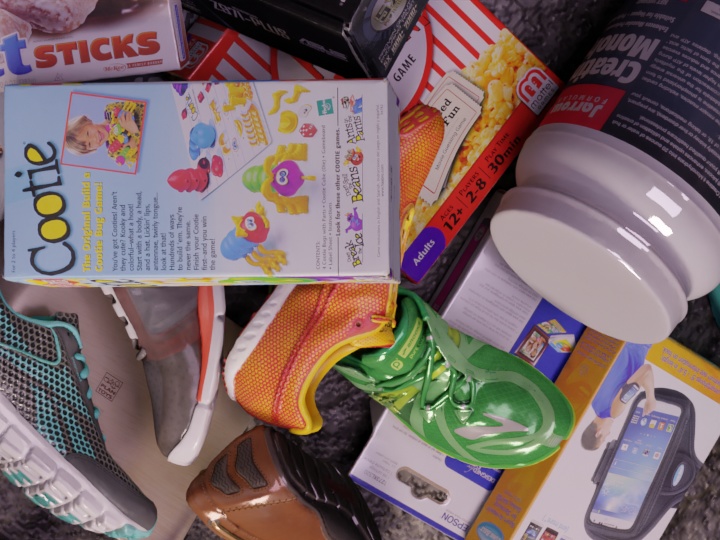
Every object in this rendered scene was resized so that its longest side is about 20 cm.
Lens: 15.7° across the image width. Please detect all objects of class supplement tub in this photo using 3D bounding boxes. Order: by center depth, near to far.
[{"bbox_3d":[0.179,-0.072,1.525,0.140,0.140,0.200,43,70,-21],"label":"supplement tub"}]

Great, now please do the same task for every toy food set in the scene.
[{"bbox_3d":[-0.155,0.065,1.512,0.200,0.060,0.144,35,77,-23],"label":"toy food set"}]

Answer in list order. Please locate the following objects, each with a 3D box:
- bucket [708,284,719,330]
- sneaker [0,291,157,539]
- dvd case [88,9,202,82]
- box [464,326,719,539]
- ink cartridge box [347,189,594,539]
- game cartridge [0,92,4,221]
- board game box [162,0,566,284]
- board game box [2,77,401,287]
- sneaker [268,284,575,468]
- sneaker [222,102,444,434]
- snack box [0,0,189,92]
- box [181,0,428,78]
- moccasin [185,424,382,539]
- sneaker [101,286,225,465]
[{"bbox_3d":[0.308,0.031,1.585,0.135,0.207,0.207,-26,108,-7],"label":"bucket"},{"bbox_3d":[-0.174,0.067,1.431,0.200,0.078,0.091,46,70,-21],"label":"sneaker"},{"bbox_3d":[-0.156,-0.144,1.479,0.200,0.025,0.151,-3,103,-18],"label":"dvd case"},{"bbox_3d":[0.147,0.131,1.614,0.119,0.041,0.200,29,89,-40],"label":"box"},{"bbox_3d":[0.075,0.059,1.594,0.095,0.037,0.200,31,88,-22],"label":"ink cartridge box"},{"bbox_3d":[-0.246,-0.124,1.424,0.133,0.040,0.200,0,102,6],"label":"game cartridge"},{"bbox_3d":[0.004,-0.112,1.514,0.200,0.046,0.152,40,83,-29],"label":"board game box"},{"bbox_3d":[-0.081,-0.044,1.381,0.200,0.103,0.105,0,88,4],"label":"board game box"},{"bbox_3d":[0.031,0.056,1.522,0.200,0.084,0.074,30,90,2],"label":"sneaker"},{"bbox_3d":[0.000,0.000,1.461,0.077,0.073,0.200,30,95,11],"label":"sneaker"},{"bbox_3d":[-0.193,-0.131,1.379,0.200,0.024,0.072,-6,102,12],"label":"snack box"},{"bbox_3d":[-0.022,-0.224,1.413,0.164,0.086,0.200,25,79,20],"label":"box"},{"bbox_3d":[-0.040,0.153,1.520,0.078,0.201,0.074,-28,66,11],"label":"moccasin"},{"bbox_3d":[-0.117,0.009,1.468,0.082,0.077,0.200,1,87,-3],"label":"sneaker"}]
